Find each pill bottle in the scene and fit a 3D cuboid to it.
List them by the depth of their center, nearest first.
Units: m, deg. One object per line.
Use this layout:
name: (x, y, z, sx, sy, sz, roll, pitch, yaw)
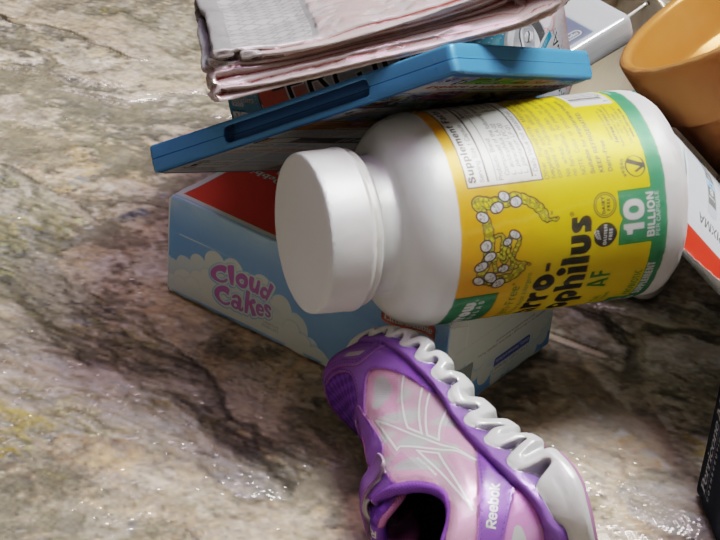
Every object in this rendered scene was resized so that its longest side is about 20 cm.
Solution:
pill bottle: (0.061, -0.031, 1.248, 0.199, 0.113, 0.113, -7, 33, -22)

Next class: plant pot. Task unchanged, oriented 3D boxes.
plant pot: (0.272, -0.112, 1.393, 0.200, 0.140, 0.200, -30, 13, 8)

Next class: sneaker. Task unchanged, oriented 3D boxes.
sneaker: (0.029, 0.099, 1.195, 0.088, 0.081, 0.200, -30, 39, -19)

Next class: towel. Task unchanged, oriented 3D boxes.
towel: (0.005, -0.142, 1.273, 0.190, 0.032, 0.200, -14, 16, -2)

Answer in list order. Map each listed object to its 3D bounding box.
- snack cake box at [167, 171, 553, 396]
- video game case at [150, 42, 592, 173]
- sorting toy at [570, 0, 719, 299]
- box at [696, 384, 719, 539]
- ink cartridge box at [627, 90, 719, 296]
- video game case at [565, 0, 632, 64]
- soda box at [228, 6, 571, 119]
snack cake box: (0.000, 0.000, 1.361, 0.199, 0.067, 0.115, 25, 36, 29)
video game case: (0.006, -0.085, 1.277, 0.199, 0.018, 0.143, -16, -6, 34)
sorting toy: (0.148, -0.066, 1.481, 0.200, 0.107, 0.180, -36, 63, -26)
box: (0.247, 0.106, 1.147, 0.107, 0.149, 0.200, 2, 30, -8)
ink cartridge box: (0.219, 0.000, 1.328, 0.047, 0.160, 0.200, -43, 36, 4)
video game case: (0.035, -0.139, 1.463, 0.200, 0.023, 0.182, -32, 43, -22)
soda box: (0.019, -0.122, 1.379, 0.199, 0.064, 0.069, 6, 42, 21)
